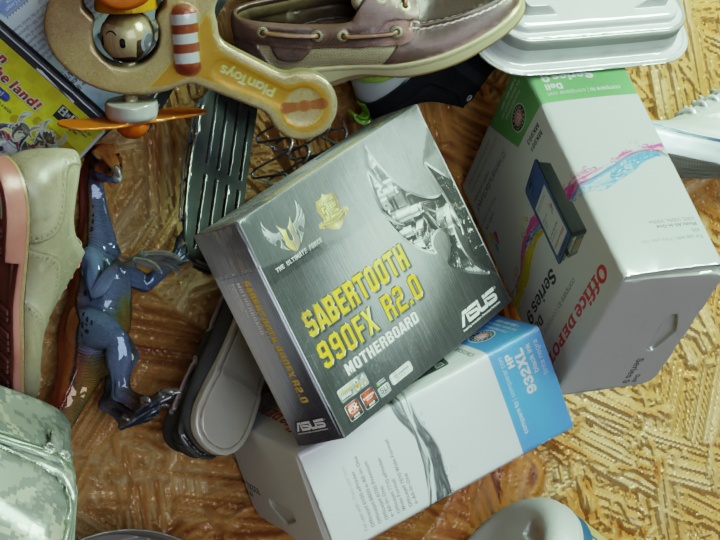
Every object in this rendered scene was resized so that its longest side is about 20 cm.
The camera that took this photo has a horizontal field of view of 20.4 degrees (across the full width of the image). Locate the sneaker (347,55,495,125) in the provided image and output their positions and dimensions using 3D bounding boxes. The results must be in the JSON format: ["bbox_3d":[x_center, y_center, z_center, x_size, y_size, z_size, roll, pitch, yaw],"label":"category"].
[{"bbox_3d":[0.072,-0.165,1.478,0.200,0.072,0.083,-24,126,-20],"label":"sneaker"}]

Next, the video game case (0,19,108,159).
[{"bbox_3d":[-0.295,-0.096,1.304,0.200,0.026,0.181,42,95,-19],"label":"video game case"}]

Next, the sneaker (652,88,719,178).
[{"bbox_3d":[0.277,-0.110,1.562,0.199,0.073,0.071,3,82,-32],"label":"sneaker"}]

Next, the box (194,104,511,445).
[{"bbox_3d":[0.000,0.000,1.344,0.200,0.048,0.159,-35,104,-43],"label":"box"}]

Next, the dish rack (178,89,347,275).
[{"bbox_3d":[-0.037,-0.045,1.389,0.200,0.054,0.154,24,62,-39],"label":"dish rack"}]

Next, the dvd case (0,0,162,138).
[{"bbox_3d":[-0.218,-0.176,1.322,0.143,0.018,0.200,-39,110,-2],"label":"dvd case"}]

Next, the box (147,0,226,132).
[{"bbox_3d":[-0.160,-0.214,1.380,0.143,0.036,0.200,34,78,-20],"label":"box"}]

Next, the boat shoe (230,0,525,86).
[{"bbox_3d":[0.010,-0.175,1.345,0.199,0.072,0.072,-11,131,4],"label":"boat shoe"}]

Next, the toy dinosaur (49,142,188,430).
[{"bbox_3d":[-0.180,0.013,1.359,0.200,0.105,0.182,-25,82,-8],"label":"toy dinosaur"}]

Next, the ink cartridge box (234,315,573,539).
[{"bbox_3d":[0.023,0.107,1.412,0.200,0.145,0.084,-26,107,-20],"label":"ink cartridge box"}]

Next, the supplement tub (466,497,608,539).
[{"bbox_3d":[0.167,0.277,1.486,0.200,0.145,0.145,38,78,-20],"label":"supplement tub"}]

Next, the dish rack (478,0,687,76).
[{"bbox_3d":[0.139,-0.232,1.442,0.171,0.044,0.200,-8,56,-22],"label":"dish rack"}]

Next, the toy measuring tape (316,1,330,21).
[{"bbox_3d":[-0.047,-0.220,1.382,0.073,0.074,0.200,-33,136,-18],"label":"toy measuring tape"}]

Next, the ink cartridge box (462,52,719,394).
[{"bbox_3d":[0.160,-0.034,1.419,0.087,0.145,0.200,-8,57,-23],"label":"ink cartridge box"}]

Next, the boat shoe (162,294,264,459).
[{"bbox_3d":[-0.082,0.043,1.413,0.067,0.057,0.200,43,59,-29],"label":"boat shoe"}]

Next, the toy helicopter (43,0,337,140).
[{"bbox_3d":[-0.111,-0.131,1.303,0.199,0.079,0.133,24,101,-13],"label":"toy helicopter"}]

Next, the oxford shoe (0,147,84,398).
[{"bbox_3d":[-0.212,0.010,1.319,0.075,0.070,0.200,-18,134,-32],"label":"oxford shoe"}]

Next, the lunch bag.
[{"bbox_3d":[-0.276,0.153,1.256,0.200,0.168,0.140,25,115,-22],"label":"lunch bag"}]

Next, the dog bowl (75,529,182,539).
[{"bbox_3d":[-0.171,0.274,1.388,0.199,0.059,0.201,-1,93,-24],"label":"dog bowl"}]
